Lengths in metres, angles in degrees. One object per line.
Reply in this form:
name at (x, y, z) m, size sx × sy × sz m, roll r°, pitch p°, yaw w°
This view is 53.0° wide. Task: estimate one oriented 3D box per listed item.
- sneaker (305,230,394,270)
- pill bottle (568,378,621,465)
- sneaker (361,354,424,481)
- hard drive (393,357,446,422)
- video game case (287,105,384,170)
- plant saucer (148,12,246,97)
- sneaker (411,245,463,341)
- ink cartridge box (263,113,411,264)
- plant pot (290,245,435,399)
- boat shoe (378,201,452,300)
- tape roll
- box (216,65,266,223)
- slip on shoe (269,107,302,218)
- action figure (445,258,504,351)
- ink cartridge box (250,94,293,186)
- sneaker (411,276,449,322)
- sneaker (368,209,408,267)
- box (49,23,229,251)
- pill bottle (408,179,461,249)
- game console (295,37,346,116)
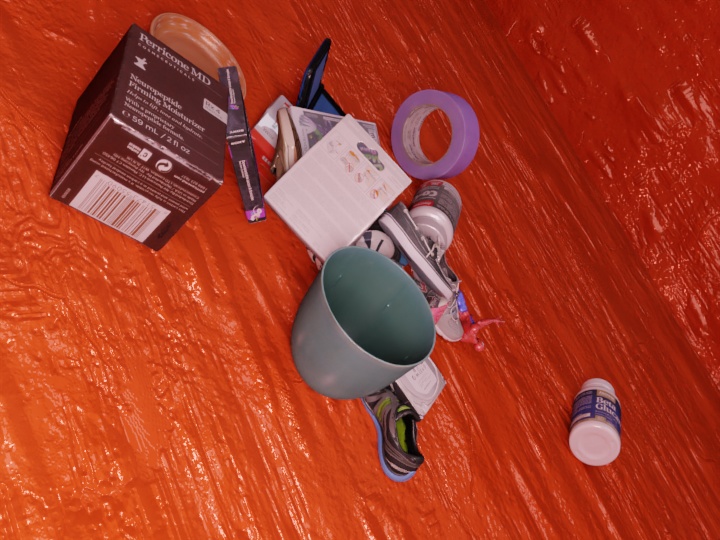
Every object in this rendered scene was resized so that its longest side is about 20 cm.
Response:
sneaker at (0.000, 0.000, 1.272) m, size 0.197 × 0.079 × 0.132 m, roll 9°, pitch 54°, yaw -50°
pill bottle at (0.535, 0.336, 1.642) m, size 0.112 × 0.110 × 0.201 m, roll 48°, pitch 31°, yaw -8°
sneaker at (0.054, 0.221, 1.126) m, size 0.070 × 0.083 × 0.203 m, roll 11°, pitch 50°, yaw -41°
hard drive at (0.063, 0.150, 1.253) m, size 0.202 × 0.038 × 0.139 m, roll 54°, pitch 31°, yaw 1°
video game case at (-0.038, -0.213, 1.366) m, size 0.196 × 0.023 × 0.186 m, roll 4°, pitch 64°, yaw -34°
plant saucer at (-0.289, -0.359, 1.267) m, size 0.198 × 0.037 × 0.203 m, roll 33°, pitch 38°, yaw -30°
sneaker at (0.166, 0.046, 1.427) m, size 0.204 × 0.080 × 0.075 m, roll 66°, pitch 29°, yaw -13°
ink cartridge box at (-0.037, -0.130, 1.193) m, size 0.160 × 0.200 × 0.047 m, roll 45°, pitch -7°, yaw 3°
plant pot at (-0.013, 0.094, 1.068) m, size 0.197 × 0.161 × 0.204 m, roll 24°, pitch 42°, yaw -24°
boat shoe at (0.117, -0.037, 1.343) m, size 0.200 × 0.068 × 0.074 m, roll 51°, pitch -7°, yaw -3°
tape roll at (0.174, -0.317, 1.696) m, size 0.084 × 0.199 × 0.203 m, roll -12°, pitch 68°, yaw -55°
box at (-0.184, -0.193, 1.129) m, size 0.202 × 0.035 × 0.146 m, roll 85°, pitch -8°, yaw -58°
slip on shoe at (-0.131, -0.186, 1.259) m, size 0.076 × 0.059 × 0.205 m, roll 48°, pitch 29°, yaw -78°
action figure at (0.223, 0.073, 1.508) m, size 0.097 × 0.065 × 0.204 m, roll -8°, pitch 65°, yaw -37°
ink cartridge box at (-0.130, -0.222, 1.338) m, size 0.162 × 0.050 × 0.201 m, roll 44°, pitch 30°, yaw -15°
sneaker at (0.100, 0.060, 1.313) m, size 0.074 × 0.081 × 0.200 m, roll 38°, pitch 0°, yaw -14°
sneaker at (0.041, -0.100, 1.428) m, size 0.202 × 0.073 × 0.082 m, roll 55°, pitch 30°, yaw 1°
box at (-0.288, -0.174, 0.966) m, size 0.164 × 0.163 × 0.204 m, roll 29°, pitch 39°, yaw -34°
pill bottle at (0.149, -0.102, 1.537) m, size 0.114 × 0.113 × 0.201 m, roll 45°, pitch 32°, yaw -12°
game console at (-0.061, -0.356, 1.503) m, size 0.116 × 0.173 × 0.202 m, roll 19°, pitch 37°, yaw -3°
